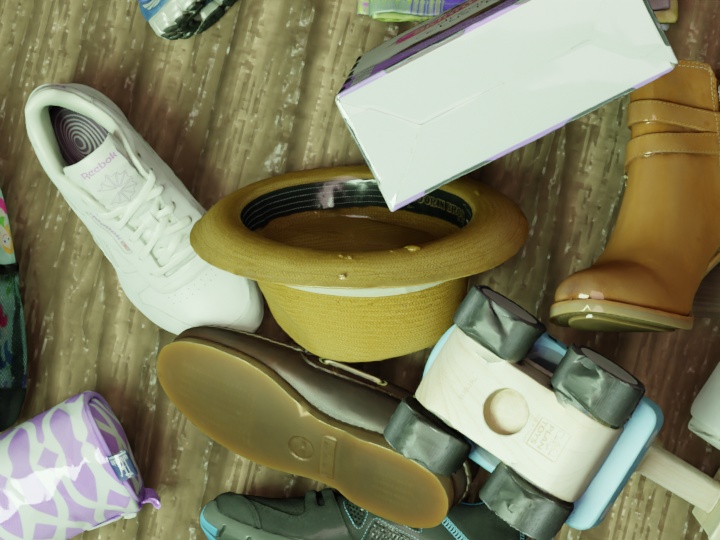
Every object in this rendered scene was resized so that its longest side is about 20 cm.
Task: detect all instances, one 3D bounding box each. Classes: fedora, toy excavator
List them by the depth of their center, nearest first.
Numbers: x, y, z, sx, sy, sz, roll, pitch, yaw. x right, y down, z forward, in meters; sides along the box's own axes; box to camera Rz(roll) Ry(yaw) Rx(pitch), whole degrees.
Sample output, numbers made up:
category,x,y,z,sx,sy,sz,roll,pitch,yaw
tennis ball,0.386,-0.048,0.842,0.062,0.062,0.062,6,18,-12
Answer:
category,x,y,z,sx,sy,sz,roll,pitch,yaw
toy excavator,0.135,0.095,1.019,0.194,0.200,0.100,33,100,18
fedora,0.000,0.000,1.042,0.200,0.201,0.082,-2,112,4

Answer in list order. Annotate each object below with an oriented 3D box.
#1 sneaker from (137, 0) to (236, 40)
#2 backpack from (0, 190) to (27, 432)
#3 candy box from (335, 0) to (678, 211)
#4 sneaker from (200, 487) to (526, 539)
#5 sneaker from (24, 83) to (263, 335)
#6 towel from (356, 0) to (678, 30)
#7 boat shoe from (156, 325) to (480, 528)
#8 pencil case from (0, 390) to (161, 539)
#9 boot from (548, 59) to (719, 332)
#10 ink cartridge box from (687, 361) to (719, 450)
category,x,y,z,sx,sy,sz,roll,pitch,yaw
sneaker,-0.074,-0.237,1.091,0.200,0.079,0.089,-42,84,6
backpack,-0.299,0.006,1.067,0.177,0.151,0.201,-5,82,7
candy box,0.079,-0.117,1.005,0.167,0.200,0.072,-27,100,8
sneaker,0.003,0.159,1.083,0.199,0.073,0.082,13,67,2
sneaker,-0.138,-0.031,1.078,0.075,0.100,0.200,-42,87,0
towel,0.100,-0.222,1.110,0.199,0.023,0.144,3,88,4
boat shoe,-0.023,0.085,1.059,0.200,0.070,0.071,27,129,12
pencil case,-0.223,0.150,1.086,0.199,0.084,0.086,-26,110,3
boot,0.172,-0.045,1.020,0.077,0.200,0.156,1,95,45
ink cartridge box,0.316,0.087,1.034,0.200,0.084,0.146,32,91,-7
